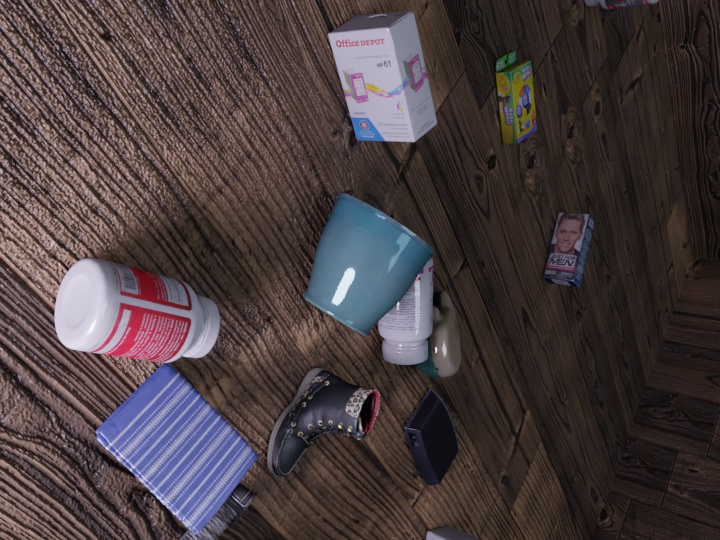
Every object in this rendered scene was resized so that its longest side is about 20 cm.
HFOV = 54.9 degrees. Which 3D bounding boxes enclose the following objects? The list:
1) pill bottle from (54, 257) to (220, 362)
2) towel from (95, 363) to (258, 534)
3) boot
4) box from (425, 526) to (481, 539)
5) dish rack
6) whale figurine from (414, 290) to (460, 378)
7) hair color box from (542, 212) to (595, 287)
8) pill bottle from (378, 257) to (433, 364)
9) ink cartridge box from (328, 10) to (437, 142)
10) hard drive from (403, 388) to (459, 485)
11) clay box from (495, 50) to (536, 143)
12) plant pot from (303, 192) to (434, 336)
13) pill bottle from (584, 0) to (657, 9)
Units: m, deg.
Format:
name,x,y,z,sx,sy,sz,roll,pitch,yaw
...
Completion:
name,x,y,z,sx,sy,sz,roll,pitch,yaw
pill bottle,-0.286,0.059,0.913,0.198,0.110,0.115,21,81,-50
towel,-0.256,0.248,0.980,0.200,0.024,0.145,47,54,-7
boot,-0.064,0.272,1.194,0.074,0.151,0.206,50,59,-42
box,0.227,0.740,1.648,0.105,0.150,0.206,14,86,-50
dish rack,-0.243,0.401,1.014,0.200,0.054,0.154,-47,173,-35
whale figurine,0.163,0.141,1.520,0.203,0.101,0.161,-78,149,-45
hair color box,0.606,-0.062,2.013,0.060,0.098,0.205,29,74,-47
pill bottle,0.089,0.075,1.382,0.112,0.111,0.206,-13,106,-49
ink cartridge box,0.040,-0.338,1.219,0.084,0.142,0.204,-40,126,-37
hard drive,0.170,0.389,1.597,0.135,0.042,0.203,-48,131,-35
clay box,0.385,-0.429,1.710,0.114,0.047,0.205,-36,124,-42
plant pot,0.000,0.000,1.211,0.199,0.198,0.191,33,87,-48
pill bottle,0.741,-0.805,1.964,0.109,0.197,0.114,-12,106,-48
